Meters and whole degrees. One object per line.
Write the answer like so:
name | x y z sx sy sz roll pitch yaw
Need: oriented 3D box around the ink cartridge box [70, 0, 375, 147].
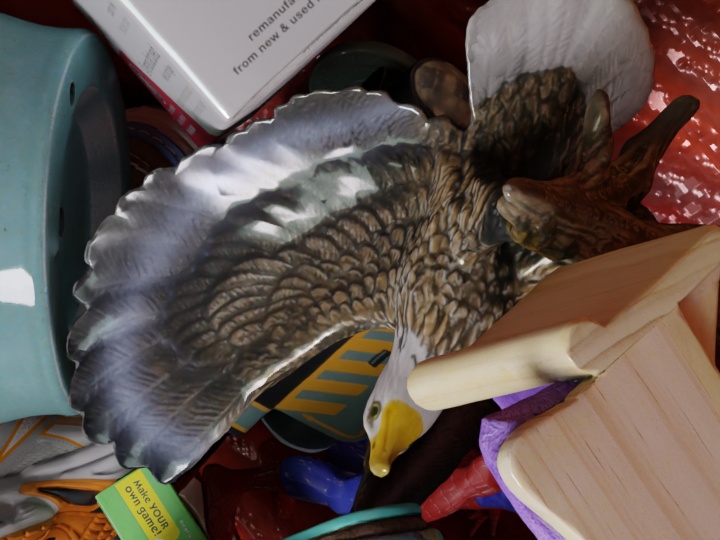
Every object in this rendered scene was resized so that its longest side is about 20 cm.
ink cartridge box | -0.085 -0.143 0.927 0.200 0.086 0.148 47 175 -3

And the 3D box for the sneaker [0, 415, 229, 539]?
sneaker | -0.128 0.062 1.076 0.092 0.200 0.076 52 132 15

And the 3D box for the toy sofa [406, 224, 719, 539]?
toy sofa | 0.095 0.096 0.761 0.200 0.098 0.083 55 152 -10

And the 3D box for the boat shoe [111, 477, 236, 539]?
boat shoe | -0.061 0.179 1.199 0.072 0.060 0.200 -13 112 41

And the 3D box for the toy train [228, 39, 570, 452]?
toy train | 0.000 0.000 1.008 0.114 0.085 0.200 29 136 -17

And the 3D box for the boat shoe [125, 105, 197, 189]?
boat shoe | -0.138 0.001 1.119 0.072 0.072 0.200 48 134 -2

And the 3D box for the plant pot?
plant pot | -0.183 -0.020 0.969 0.187 0.200 0.200 2 124 8

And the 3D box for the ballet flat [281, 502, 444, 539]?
ballet flat | -0.032 0.122 0.913 0.074 0.074 0.200 51 155 -6

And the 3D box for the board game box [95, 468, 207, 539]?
board game box | -0.030 0.173 1.062 0.200 0.029 0.135 56 173 13

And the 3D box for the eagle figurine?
eagle figurine | 0.018 0.010 0.885 0.200 0.151 0.152 -23 94 50

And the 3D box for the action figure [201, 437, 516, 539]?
action figure | 0.030 0.083 1.068 0.200 0.065 0.052 -11 91 41
